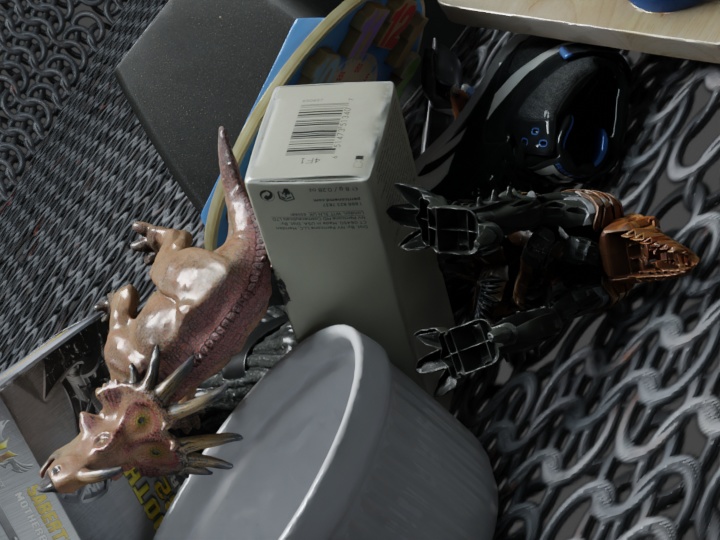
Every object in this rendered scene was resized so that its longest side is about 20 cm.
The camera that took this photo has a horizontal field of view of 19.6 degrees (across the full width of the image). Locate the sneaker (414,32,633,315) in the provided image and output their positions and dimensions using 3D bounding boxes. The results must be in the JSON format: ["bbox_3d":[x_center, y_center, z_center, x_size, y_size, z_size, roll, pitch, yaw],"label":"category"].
[{"bbox_3d":[0.082,-0.047,1.189,0.200,0.073,0.112,-61,25,0],"label":"sneaker"}]

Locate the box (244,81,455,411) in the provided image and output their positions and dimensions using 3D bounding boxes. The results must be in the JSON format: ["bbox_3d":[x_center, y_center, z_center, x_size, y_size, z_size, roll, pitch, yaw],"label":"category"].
[{"bbox_3d":[0.000,0.000,1.109,0.068,0.200,0.082,-1,43,16],"label":"box"}]

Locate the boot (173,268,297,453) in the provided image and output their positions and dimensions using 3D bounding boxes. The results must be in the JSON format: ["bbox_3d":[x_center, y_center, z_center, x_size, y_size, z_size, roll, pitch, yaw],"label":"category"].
[{"bbox_3d":[-0.030,0.042,1.301,0.158,0.079,0.211,-24,14,39],"label":"boot"}]

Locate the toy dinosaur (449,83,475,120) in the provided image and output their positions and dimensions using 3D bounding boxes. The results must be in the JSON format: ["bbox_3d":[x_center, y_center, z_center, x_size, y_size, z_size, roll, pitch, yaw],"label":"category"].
[{"bbox_3d":[0.125,-0.158,1.274,0.200,0.105,0.182,6,82,58],"label":"toy dinosaur"}]

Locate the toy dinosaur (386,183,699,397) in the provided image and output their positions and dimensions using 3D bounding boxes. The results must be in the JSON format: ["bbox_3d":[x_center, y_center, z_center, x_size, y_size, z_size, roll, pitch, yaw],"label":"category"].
[{"bbox_3d":[0.092,-0.011,1.038,0.136,0.102,0.200,-14,-13,-29],"label":"toy dinosaur"}]

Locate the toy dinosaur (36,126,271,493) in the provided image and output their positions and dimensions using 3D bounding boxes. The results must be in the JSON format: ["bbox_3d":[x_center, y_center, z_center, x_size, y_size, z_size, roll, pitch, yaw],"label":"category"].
[{"bbox_3d":[-0.086,0.032,1.081,0.200,0.086,0.136,-62,16,4],"label":"toy dinosaur"}]

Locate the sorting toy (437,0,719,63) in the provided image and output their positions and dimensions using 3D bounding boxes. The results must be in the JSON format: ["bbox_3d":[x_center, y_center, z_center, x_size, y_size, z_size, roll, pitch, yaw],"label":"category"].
[{"bbox_3d":[0.156,-0.226,1.167,0.199,0.070,0.200,14,66,38],"label":"sorting toy"}]

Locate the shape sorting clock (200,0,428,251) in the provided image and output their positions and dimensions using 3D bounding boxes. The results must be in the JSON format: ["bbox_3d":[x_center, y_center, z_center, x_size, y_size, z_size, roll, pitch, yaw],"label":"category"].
[{"bbox_3d":[-0.022,-0.079,1.203,0.200,0.039,0.200,-52,-18,-25],"label":"shape sorting clock"}]

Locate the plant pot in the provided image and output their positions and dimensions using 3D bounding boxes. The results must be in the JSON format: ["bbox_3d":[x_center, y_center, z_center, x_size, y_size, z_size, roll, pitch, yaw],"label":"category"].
[{"bbox_3d":[-0.060,-0.152,1.544,0.200,0.177,0.200,-47,4,29],"label":"plant pot"}]

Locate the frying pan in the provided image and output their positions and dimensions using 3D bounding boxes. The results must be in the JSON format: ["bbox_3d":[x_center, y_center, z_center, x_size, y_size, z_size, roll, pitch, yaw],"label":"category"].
[{"bbox_3d":[0.052,-0.117,1.347,0.190,0.031,0.115,96,180,-55],"label":"frying pan"}]

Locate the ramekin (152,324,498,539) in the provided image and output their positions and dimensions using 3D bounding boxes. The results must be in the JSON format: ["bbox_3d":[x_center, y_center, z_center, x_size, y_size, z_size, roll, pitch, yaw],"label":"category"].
[{"bbox_3d":[-0.020,0.137,1.049,0.200,0.105,0.200,-50,16,20],"label":"ramekin"}]

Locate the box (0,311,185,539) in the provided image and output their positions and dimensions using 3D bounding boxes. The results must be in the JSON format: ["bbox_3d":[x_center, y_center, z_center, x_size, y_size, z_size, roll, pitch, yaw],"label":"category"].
[{"bbox_3d":[-0.138,0.136,1.149,0.048,0.200,0.158,-26,6,19],"label":"box"}]
